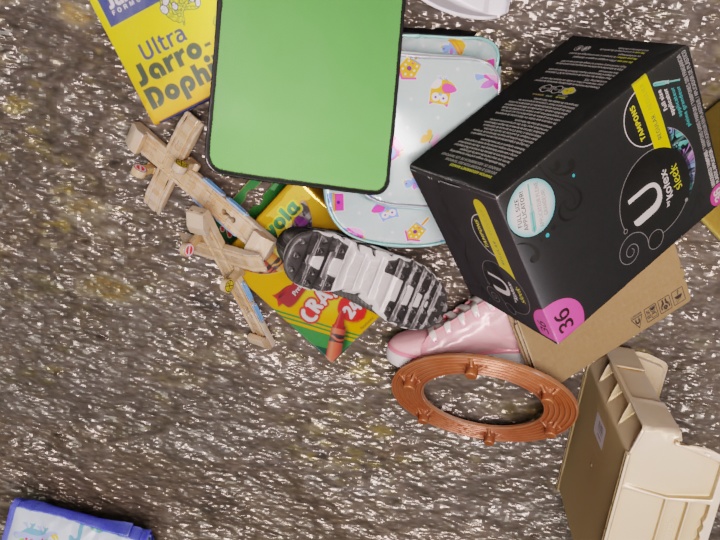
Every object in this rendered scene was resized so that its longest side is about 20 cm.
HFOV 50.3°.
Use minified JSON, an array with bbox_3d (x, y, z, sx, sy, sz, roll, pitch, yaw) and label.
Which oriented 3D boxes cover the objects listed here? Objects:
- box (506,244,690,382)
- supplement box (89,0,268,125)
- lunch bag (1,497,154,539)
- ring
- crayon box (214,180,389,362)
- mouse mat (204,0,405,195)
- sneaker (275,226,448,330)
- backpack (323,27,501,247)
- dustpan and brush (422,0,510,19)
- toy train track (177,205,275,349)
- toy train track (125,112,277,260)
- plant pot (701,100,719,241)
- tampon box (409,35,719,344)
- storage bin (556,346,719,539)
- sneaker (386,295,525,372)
[{"bbox_3d":[0.236,0.006,0.779,0.198,0.021,0.165,-28,108,-12],"label":"box"},{"bbox_3d":[-0.133,-0.214,0.680,0.108,0.200,0.111,-23,105,11],"label":"supplement box"},{"bbox_3d":[-0.343,0.369,0.928,0.168,0.128,0.202,14,119,0],"label":"lunch bag"},{"bbox_3d":[0.129,0.144,0.813,0.198,0.019,0.201,11,148,7],"label":"ring"},{"bbox_3d":[-0.057,-0.015,0.820,0.200,0.051,0.127,43,107,-9],"label":"crayon box"},{"bbox_3d":[-0.038,-0.167,0.602,0.159,0.008,0.203,5,92,-27],"label":"mouse mat"},{"bbox_3d":[0.000,0.000,0.761,0.198,0.090,0.067,21,98,-31],"label":"sneaker"},{"bbox_3d":[0.043,-0.120,0.724,0.173,0.154,0.203,1,112,-8],"label":"backpack"},{"bbox_3d":[0.048,-0.319,0.717,0.197,0.057,0.142,9,98,-6],"label":"dustpan and brush"},{"bbox_3d":[-0.138,0.020,0.801,0.114,0.033,0.201,15,142,32],"label":"toy train track"},{"bbox_3d":[-0.169,-0.080,0.776,0.199,0.032,0.115,39,116,11],"label":"toy train track"},{"bbox_3d":[0.427,-0.099,0.693,0.195,0.194,0.200,42,98,-10],"label":"plant pot"},{"bbox_3d":[0.172,-0.073,0.636,0.199,0.126,0.151,-39,121,-12],"label":"tampon box"},{"bbox_3d":[0.281,0.208,0.793,0.092,0.200,0.201,9,109,3],"label":"storage bin"},{"bbox_3d":[0.124,0.047,0.818,0.197,0.075,0.106,-3,106,2],"label":"sneaker"}]
